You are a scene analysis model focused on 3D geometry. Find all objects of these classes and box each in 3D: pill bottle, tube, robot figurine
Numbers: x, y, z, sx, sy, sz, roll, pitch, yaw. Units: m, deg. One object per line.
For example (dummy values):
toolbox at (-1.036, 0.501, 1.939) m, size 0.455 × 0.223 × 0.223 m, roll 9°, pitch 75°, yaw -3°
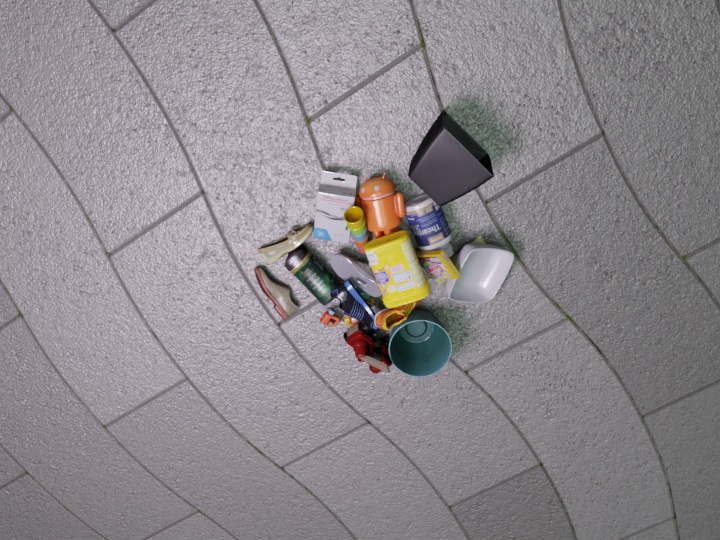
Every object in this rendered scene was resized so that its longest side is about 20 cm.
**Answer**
pill bottle at (0.215, -0.129, 1.652) m, size 0.110 × 0.111 × 0.201 m, roll -22°, pitch 108°, yaw 9°
tube at (0.321, -0.028, 1.722) m, size 0.199 × 0.058 × 0.052 m, roll -36°, pitch 71°, yaw 8°
robot figurine at (0.059, -0.195, 1.629) m, size 0.116 × 0.144 × 0.201 m, roll -18°, pitch 109°, yaw -14°

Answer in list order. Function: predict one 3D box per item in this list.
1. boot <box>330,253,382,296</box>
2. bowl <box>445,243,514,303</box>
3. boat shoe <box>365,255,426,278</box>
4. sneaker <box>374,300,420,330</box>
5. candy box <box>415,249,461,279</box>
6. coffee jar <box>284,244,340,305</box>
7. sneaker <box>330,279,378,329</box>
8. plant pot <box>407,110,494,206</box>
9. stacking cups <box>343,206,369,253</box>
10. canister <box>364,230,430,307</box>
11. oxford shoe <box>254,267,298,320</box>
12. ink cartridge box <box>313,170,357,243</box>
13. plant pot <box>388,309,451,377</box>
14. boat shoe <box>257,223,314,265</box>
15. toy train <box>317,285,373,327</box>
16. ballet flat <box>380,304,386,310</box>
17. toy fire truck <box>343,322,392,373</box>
boot at (0.000, 0.000, 1.716) m, size 0.200 × 0.096 × 0.074 m, roll 38°, pitch 123°, yaw -3°
bowl at (0.365, 0.000, 1.687) m, size 0.199 × 0.075 × 0.201 m, roll 6°, pitch 120°, yaw -30°
boat shoe at (0.116, -0.028, 1.697) m, size 0.199 × 0.093 × 0.075 m, roll 24°, pitch 116°, yaw -5°
sneaker at (0.135, 0.126, 1.691) m, size 0.200 × 0.077 × 0.073 m, roll -39°, pitch 121°, yaw -22°
candy box at (0.215, -0.016, 1.658) m, size 0.102 × 0.200 × 0.026 m, roll 48°, pitch 68°, yaw -20°
coffee jar at (-0.154, 0.011, 1.715) m, size 0.085 × 0.104 × 0.200 m, roll -41°, pitch 105°, yaw 11°
sneaker at (-0.015, 0.121, 1.697) m, size 0.078 × 0.070 × 0.200 m, roll -35°, pitch 111°, yaw 6°
plant pot at (0.247, -0.308, 1.551) m, size 0.199 × 0.200 × 0.177 m, roll 40°, pitch 117°, yaw -13°
stacking cups at (0.001, -0.116, 1.633) m, size 0.060 × 0.061 × 0.200 m, roll -14°, pitch 150°, yaw 6°
canister at (0.109, -0.005, 1.610) m, size 0.148 × 0.087 × 0.201 m, roll -17°, pitch 111°, yaw 14°
oxford shoe at (-0.278, 0.065, 1.769) m, size 0.075 × 0.070 × 0.201 m, roll -35°, pitch 106°, yaw -15°
ink cartridge box at (-0.078, -0.192, 1.637) m, size 0.115 × 0.067 × 0.201 m, roll 8°, pitch 122°, yaw 0°
plant pot at (0.188, 0.220, 1.755) m, size 0.199 × 0.161 × 0.202 m, roll 0°, pitch 110°, yaw 1°
boat shoe at (-0.236, -0.094, 1.697) m, size 0.200 × 0.073 × 0.063 m, roll -32°, pitch 107°, yaw 21°
toy train at (-0.039, 0.130, 1.756) m, size 0.150 × 0.056 × 0.200 m, roll 29°, pitch 108°, yaw -36°
ballet flat at (0.129, 0.087, 1.763) m, size 0.067 × 0.067 × 0.201 m, roll 21°, pitch 103°, yaw -30°
toy fire truck at (0.046, 0.277, 1.733) m, size 0.128 × 0.201 × 0.176 m, roll -32°, pitch 128°, yaw 21°
